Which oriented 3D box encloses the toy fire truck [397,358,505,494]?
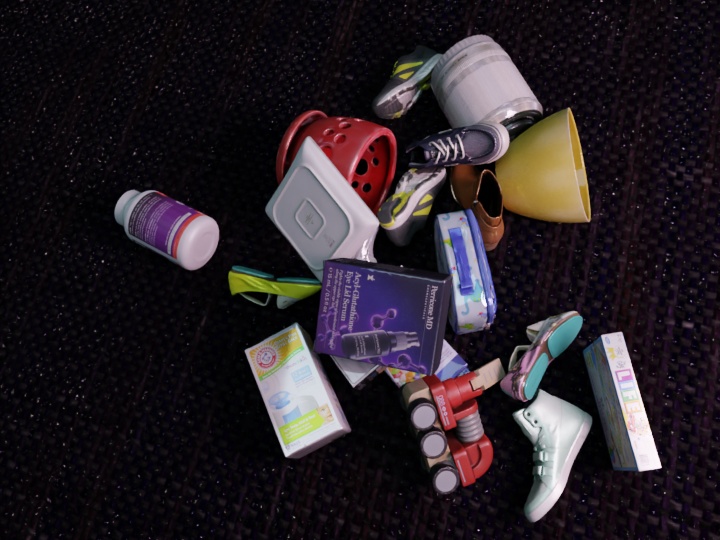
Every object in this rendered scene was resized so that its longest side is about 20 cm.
[{"bbox_3d":[0.177,0.240,0.961,0.197,0.129,0.179,-21,101,-5],"label":"toy fire truck"}]

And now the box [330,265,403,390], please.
[{"bbox_3d":[0.035,0.101,1.019,0.199,0.060,0.117,-38,69,-2],"label":"box"}]

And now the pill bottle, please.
[{"bbox_3d":[-0.391,-0.088,1.157,0.198,0.113,0.114,26,78,15],"label":"pill bottle"}]

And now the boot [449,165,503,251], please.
[{"bbox_3d":[0.213,-0.146,1.059,0.075,0.156,0.203,-11,71,5],"label":"boot"}]

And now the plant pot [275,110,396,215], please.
[{"bbox_3d":[-0.052,-0.195,1.095,0.180,0.201,0.203,22,76,20],"label":"plant pot"}]

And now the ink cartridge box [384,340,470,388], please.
[{"bbox_3d":[0.105,0.163,1.039,0.119,0.042,0.200,-42,73,-5],"label":"ink cartridge box"}]

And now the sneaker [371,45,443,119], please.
[{"bbox_3d":[0.091,-0.396,1.211,0.199,0.075,0.085,-40,65,-14],"label":"sneaker"}]

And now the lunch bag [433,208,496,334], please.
[{"bbox_3d":[0.181,0.004,1.013,0.081,0.161,0.203,-11,70,5],"label":"lunch bag"}]

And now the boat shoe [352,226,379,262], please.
[{"bbox_3d":[0.000,0.000,1.087,0.071,0.070,0.203,25,92,7],"label":"boat shoe"}]

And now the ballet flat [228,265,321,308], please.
[{"bbox_3d":[-0.166,0.038,1.115,0.196,0.067,0.068,9,95,14],"label":"ballet flat"}]

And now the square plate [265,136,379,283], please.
[{"bbox_3d":[-0.081,-0.095,1.019,0.028,0.200,0.199,-28,75,-45],"label":"square plate"}]

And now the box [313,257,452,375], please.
[{"bbox_3d":[0.038,0.067,0.919,0.196,0.104,0.151,8,96,15],"label":"box"}]

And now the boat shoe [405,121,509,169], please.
[{"bbox_3d":[0.166,-0.215,1.032,0.092,0.199,0.076,-22,103,-29],"label":"boat shoe"}]

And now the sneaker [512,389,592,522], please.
[{"bbox_3d":[0.286,0.297,0.947,0.117,0.074,0.202,30,69,10],"label":"sneaker"}]

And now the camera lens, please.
[{"bbox_3d":[0.242,-0.324,1.110,0.158,0.160,0.202,-25,70,0],"label":"camera lens"}]

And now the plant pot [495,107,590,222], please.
[{"bbox_3d":[0.327,-0.176,1.049,0.140,0.199,0.204,-9,69,27],"label":"plant pot"}]

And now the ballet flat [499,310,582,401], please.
[{"bbox_3d":[0.306,0.137,0.999,0.071,0.070,0.200,18,57,47],"label":"ballet flat"}]

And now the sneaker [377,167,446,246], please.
[{"bbox_3d":[0.102,-0.128,1.111,0.074,0.085,0.200,17,51,39],"label":"sneaker"}]

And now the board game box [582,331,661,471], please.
[{"bbox_3d":[0.413,0.213,0.924,0.034,0.135,0.203,-10,71,5],"label":"board game box"}]

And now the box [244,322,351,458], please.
[{"bbox_3d":[-0.111,0.213,1.022,0.111,0.102,0.202,-26,70,-1],"label":"box"}]
